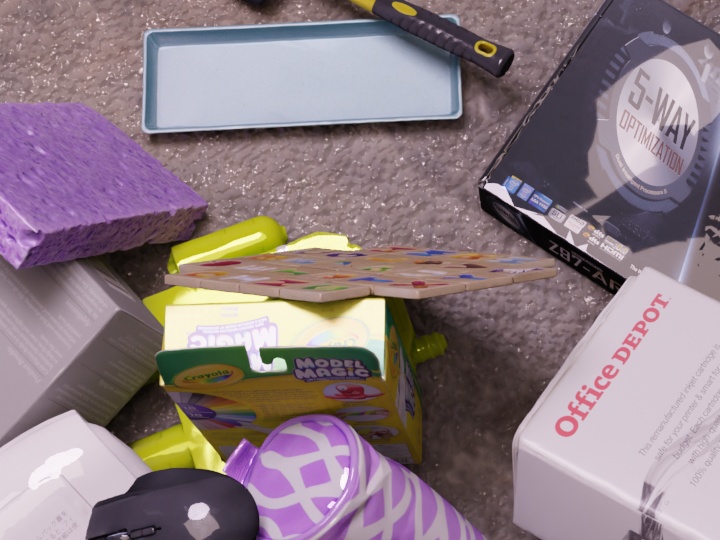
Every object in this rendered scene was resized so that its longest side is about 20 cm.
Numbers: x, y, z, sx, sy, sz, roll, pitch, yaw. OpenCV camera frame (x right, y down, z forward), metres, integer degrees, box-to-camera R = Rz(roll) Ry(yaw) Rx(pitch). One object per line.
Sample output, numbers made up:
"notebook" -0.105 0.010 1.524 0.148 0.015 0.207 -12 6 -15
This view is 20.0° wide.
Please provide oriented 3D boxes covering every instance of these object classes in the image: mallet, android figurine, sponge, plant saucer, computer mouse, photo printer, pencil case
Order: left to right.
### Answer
"sponge" -0.175 -0.053 1.166 0.111 0.200 0.030 39 109 15
"computer mouse" -0.144 0.139 1.021 0.198 0.034 0.059 -15 76 15
"photo printer" -0.151 0.189 1.107 0.166 0.069 0.200 -44 101 -6
"android figurine" -0.050 0.054 1.196 0.198 0.041 0.183 -22 71 -1
"plant saucer" -0.036 -0.119 1.263 0.198 0.019 0.071 -3 72 6
"mallet" -0.001 -0.159 1.245 0.199 0.041 0.066 36 71 24
"pencil case" 0.018 0.154 1.074 0.084 0.200 0.085 -52 39 -12

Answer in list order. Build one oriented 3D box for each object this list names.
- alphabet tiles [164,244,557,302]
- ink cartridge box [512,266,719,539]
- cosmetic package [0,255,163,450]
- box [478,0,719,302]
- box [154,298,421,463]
"alphabet tiles" 0.000 0.000 1.084 0.199 0.165 0.006 5 101 49
"ink cartridge box" 0.199 0.109 1.100 0.199 0.084 0.145 28 57 22
"cosmetic package" -0.214 0.073 1.162 0.200 0.090 0.107 -47 63 3
"box" 0.194 -0.055 1.205 0.199 0.044 0.161 34 79 15
"box" -0.034 0.058 1.067 0.116 0.200 0.049 -2 73 7
